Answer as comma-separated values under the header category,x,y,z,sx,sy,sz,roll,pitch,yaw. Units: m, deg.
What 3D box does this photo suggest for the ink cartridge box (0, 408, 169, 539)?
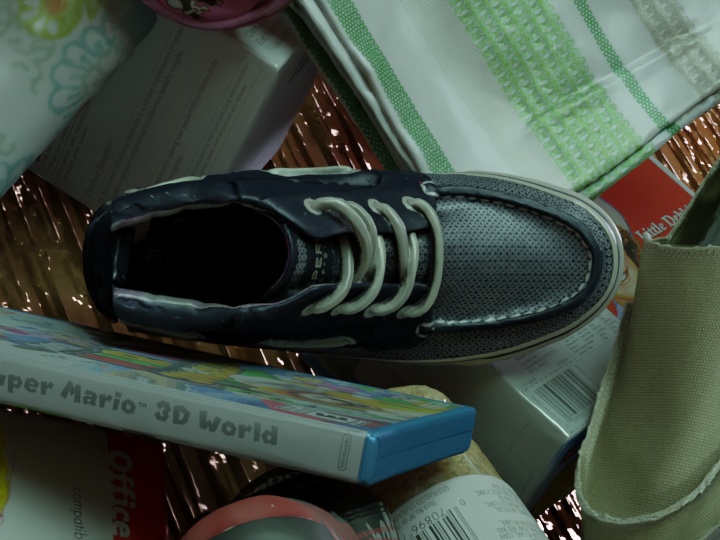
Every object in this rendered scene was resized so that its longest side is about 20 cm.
category,x,y,z,sx,sy,sz,roll,pitch,yaw
ink cartridge box,-0.123,0.103,0.658,0.199,0.067,0.117,14,40,-22

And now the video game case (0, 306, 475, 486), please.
category,x,y,z,sx,sy,sz,roll,pitch,yaw
video game case,-0.073,0.035,0.695,0.199,0.018,0.143,11,3,15

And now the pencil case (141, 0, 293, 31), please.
category,x,y,z,sx,sy,sz,roll,pitch,yaw
pencil case,-0.078,-0.179,0.815,0.082,0.087,0.200,-7,44,-21

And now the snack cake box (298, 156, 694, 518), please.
category,x,y,z,sx,sy,sz,roll,pitch,yaw
snack cake box,0.083,0.019,0.899,0.115,0.067,0.200,43,38,18

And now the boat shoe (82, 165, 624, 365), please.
category,x,y,z,sx,sy,sz,roll,pitch,yaw
boat shoe,0.000,0.000,0.754,0.199,0.075,0.093,-3,1,-4

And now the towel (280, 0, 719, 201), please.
category,x,y,z,sx,sy,sz,roll,pitch,yaw
towel,0.080,-0.109,0.841,0.200,0.031,0.150,-35,95,-16

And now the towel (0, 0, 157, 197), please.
category,x,y,z,sx,sy,sz,roll,pitch,yaw
towel,-0.200,-0.095,0.775,0.200,0.048,0.171,40,78,5

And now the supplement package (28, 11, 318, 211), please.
category,x,y,z,sx,sy,sz,roll,pitch,yaw
supplement package,-0.117,-0.117,0.883,0.199,0.110,0.114,32,36,2

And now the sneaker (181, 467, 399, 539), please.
category,x,y,z,sx,sy,sz,roll,pitch,yaw
sneaker,-0.023,0.096,0.642,0.071,0.201,0.098,-21,64,2

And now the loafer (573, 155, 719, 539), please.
category,x,y,z,sx,sy,sz,roll,pitch,yaw
loafer,0.128,0.019,0.793,0.068,0.075,0.201,47,61,-36

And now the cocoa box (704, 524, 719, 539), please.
category,x,y,z,sx,sy,sz,roll,pitch,yaw
cocoa box,0.215,0.155,0.746,0.199,0.134,0.132,11,42,-30

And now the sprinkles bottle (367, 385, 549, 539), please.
category,x,y,z,sx,sy,sz,roll,pitch,yaw
sprinkles bottle,0.051,0.127,0.729,0.068,0.068,0.200,-1,39,-35
